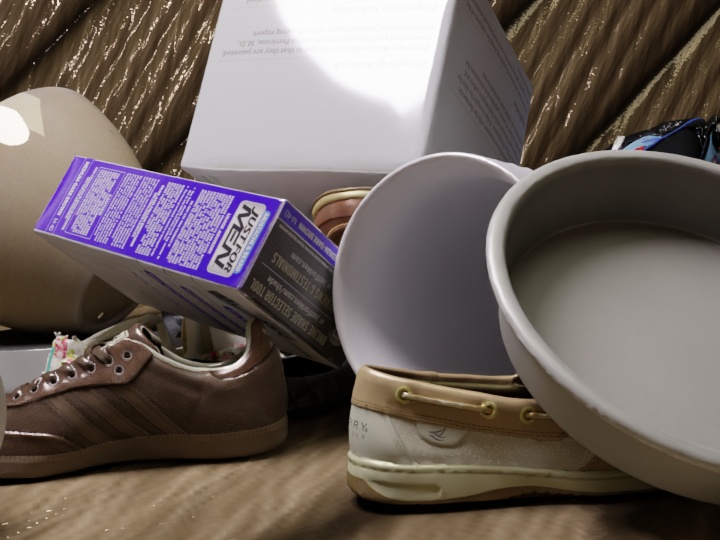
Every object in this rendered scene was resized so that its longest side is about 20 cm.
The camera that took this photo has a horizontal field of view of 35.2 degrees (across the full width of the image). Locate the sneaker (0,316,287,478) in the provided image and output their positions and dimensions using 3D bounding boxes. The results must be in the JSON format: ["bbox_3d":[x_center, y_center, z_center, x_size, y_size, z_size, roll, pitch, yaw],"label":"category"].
[{"bbox_3d":[-0.141,0.067,0.633,0.198,0.076,0.070,-4,4,-9],"label":"sneaker"}]

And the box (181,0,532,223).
[{"bbox_3d":[0.007,-0.113,0.879,0.198,0.173,0.199,3,-19,25],"label":"box"}]

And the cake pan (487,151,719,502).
[{"bbox_3d":[0.149,0.021,0.500,0.198,0.037,0.201,7,42,-6],"label":"cake pan"}]

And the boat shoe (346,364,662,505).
[{"bbox_3d":[0.091,0.066,0.529,0.198,0.067,0.074,-4,5,-9],"label":"boat shoe"}]

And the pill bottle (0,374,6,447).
[{"bbox_3d":[-0.258,0.062,0.554,0.113,0.114,0.199,-7,6,-42],"label":"pill bottle"}]

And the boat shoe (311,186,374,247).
[{"bbox_3d":[-0.001,0.000,0.772,0.071,0.068,0.200,2,-18,-5],"label":"boat shoe"}]

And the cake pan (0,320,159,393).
[{"bbox_3d":[-0.246,0.070,0.937,0.198,0.037,0.200,-3,5,0],"label":"cake pan"}]

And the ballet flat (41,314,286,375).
[{"bbox_3d":[-0.128,0.061,0.794,0.199,0.065,0.075,-7,5,-43],"label":"ballet flat"}]

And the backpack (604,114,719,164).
[{"bbox_3d":[0.246,-0.026,0.982,0.134,0.184,0.200,-10,11,38],"label":"backpack"}]

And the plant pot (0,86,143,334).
[{"bbox_3d":[-0.238,-0.026,0.916,0.134,0.201,0.200,36,20,18],"label":"plant pot"}]

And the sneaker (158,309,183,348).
[{"bbox_3d":[-0.101,0.036,0.916,0.113,0.076,0.200,-27,19,-10],"label":"sneaker"}]

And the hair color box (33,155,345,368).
[{"bbox_3d":[-0.099,-0.008,0.714,0.199,0.065,0.109,16,-17,40],"label":"hair color box"}]

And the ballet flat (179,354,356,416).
[{"bbox_3d":[-0.061,0.064,0.735,0.198,0.057,0.066,-5,6,-22],"label":"ballet flat"}]

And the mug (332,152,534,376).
[{"bbox_3d":[0.113,0.010,0.665,0.199,0.149,0.175,-15,-13,35],"label":"mug"}]
